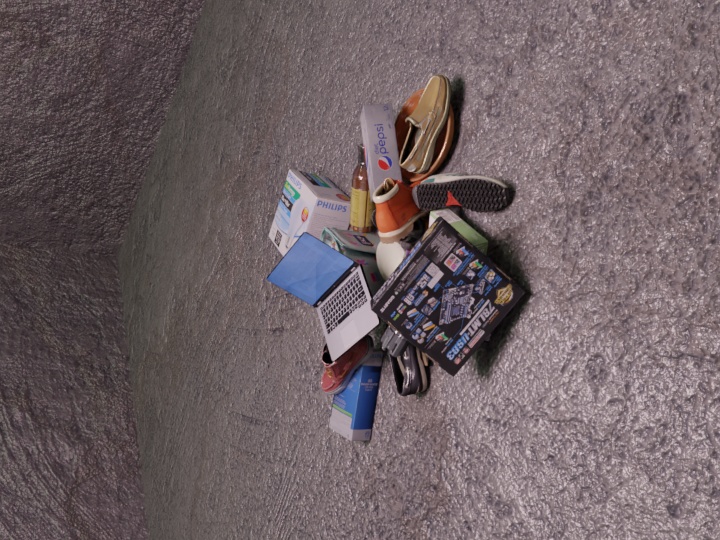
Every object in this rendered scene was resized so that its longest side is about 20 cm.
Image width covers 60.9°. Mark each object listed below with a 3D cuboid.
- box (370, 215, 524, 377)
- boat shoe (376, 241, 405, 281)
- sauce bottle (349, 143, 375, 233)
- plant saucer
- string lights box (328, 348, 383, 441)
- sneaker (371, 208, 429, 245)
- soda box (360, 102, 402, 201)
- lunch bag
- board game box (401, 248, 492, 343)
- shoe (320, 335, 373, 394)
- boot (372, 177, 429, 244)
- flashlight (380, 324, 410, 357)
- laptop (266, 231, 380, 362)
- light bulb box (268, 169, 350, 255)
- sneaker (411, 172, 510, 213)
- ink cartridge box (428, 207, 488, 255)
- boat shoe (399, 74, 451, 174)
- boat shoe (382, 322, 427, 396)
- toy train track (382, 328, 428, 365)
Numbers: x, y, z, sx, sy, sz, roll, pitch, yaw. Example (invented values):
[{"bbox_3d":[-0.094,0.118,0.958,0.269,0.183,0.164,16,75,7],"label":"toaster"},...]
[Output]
[{"bbox_3d":[0.149,0.047,1.068,0.201,0.197,0.050,-51,11,10],"label":"box"},{"bbox_3d":[0.097,0.014,1.261,0.072,0.060,0.203,-48,50,21],"label":"boat shoe"},{"bbox_3d":[0.010,-0.192,1.434,0.066,0.065,0.205,37,128,52],"label":"sauce bottle"},{"bbox_3d":[0.138,-0.292,1.333,0.198,0.037,0.206,-16,70,53],"label":"plant saucer"},{"bbox_3d":[-0.012,0.277,1.416,0.102,0.058,0.206,11,92,56],"label":"string lights box"},{"bbox_3d":[0.076,-0.107,1.352,0.199,0.076,0.080,26,107,56],"label":"sneaker"},{"bbox_3d":[0.045,-0.258,1.343,0.064,0.066,0.205,120,144,-76],"label":"soda box"},{"bbox_3d":[0.000,0.000,1.356,0.122,0.167,0.205,-37,57,47],"label":"lunch bag"},{"bbox_3d":[0.158,0.046,1.106,0.032,0.195,0.123,-89,16,-74],"label":"board game box"},{"bbox_3d":[-0.057,0.207,1.366,0.201,0.089,0.073,-51,45,35],"label":"shoe"},{"bbox_3d":[0.089,-0.151,1.244,0.074,0.200,0.109,-3,120,35],"label":"boot"},{"bbox_3d":[0.104,0.061,1.162,0.068,0.067,0.203,37,108,27],"label":"flashlight"},{"bbox_3d":[-0.079,0.059,1.226,0.187,0.114,0.204,-43,58,45],"label":"laptop"},{"bbox_3d":[-0.131,-0.130,1.618,0.198,0.122,0.204,46,121,50],"label":"light bulb box"},{"bbox_3d":[0.201,-0.163,1.182,0.196,0.094,0.072,3,124,34],"label":"sneaker"},{"bbox_3d":[0.180,0.001,1.206,0.146,0.047,0.204,-131,35,-49],"label":"ink cartridge box"},{"bbox_3d":[0.128,-0.303,1.251,0.071,0.075,0.205,23,102,55],"label":"boat shoe"},{"bbox_3d":[0.079,0.157,1.255,0.072,0.062,0.205,-23,82,62],"label":"boat shoe"},{"bbox_3d":[0.109,0.135,1.291,0.199,0.032,0.118,-7,97,61],"label":"toy train track"}]
